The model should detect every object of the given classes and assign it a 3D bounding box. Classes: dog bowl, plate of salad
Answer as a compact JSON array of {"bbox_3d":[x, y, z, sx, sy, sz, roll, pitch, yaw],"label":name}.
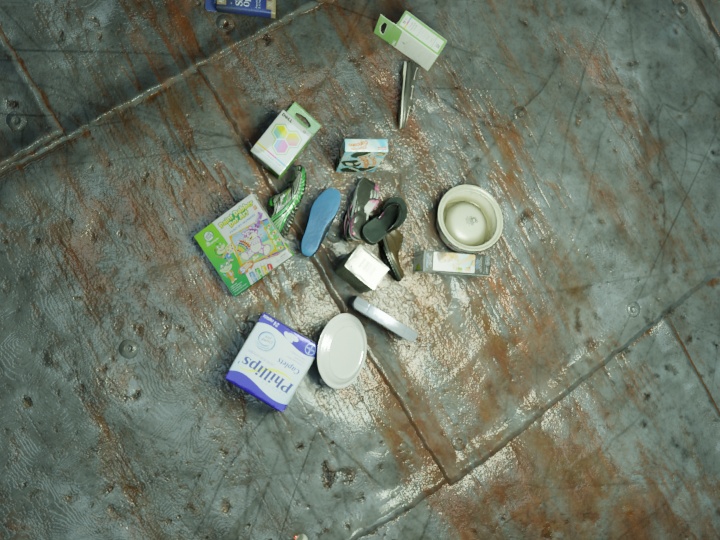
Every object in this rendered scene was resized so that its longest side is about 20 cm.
[{"bbox_3d":[0.305,-0.139,1.645,0.196,0.074,0.204,3,72,-9],"label":"dog bowl"},{"bbox_3d":[-0.054,0.218,1.556,0.198,0.047,0.204,-5,97,-49],"label":"plate of salad"}]

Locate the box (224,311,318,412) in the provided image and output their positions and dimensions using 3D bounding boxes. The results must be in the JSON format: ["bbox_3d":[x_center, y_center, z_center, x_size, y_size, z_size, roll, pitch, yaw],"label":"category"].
[{"bbox_3d":[-0.232,0.242,1.528,0.182,0.105,0.202,31,82,-6],"label":"box"}]

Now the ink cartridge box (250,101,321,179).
[{"bbox_3d":[-0.203,-0.367,1.584,0.103,0.059,0.201,38,82,-6],"label":"ink cartridge box"}]

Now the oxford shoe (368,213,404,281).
[{"bbox_3d":[0.094,-0.070,1.621,0.083,0.073,0.204,-18,91,-15],"label":"oxford shoe"}]

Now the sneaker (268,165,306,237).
[{"bbox_3d":[-0.204,-0.199,1.573,0.084,0.078,0.203,23,83,-7],"label":"sneaker"}]

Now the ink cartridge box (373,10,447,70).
[{"bbox_3d":[0.142,-0.675,1.650,0.198,0.104,0.060,33,81,-6],"label":"ink cartridge box"}]

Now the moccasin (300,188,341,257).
[{"bbox_3d":[-0.118,-0.134,1.591,0.080,0.068,0.202,28,81,1],"label":"moccasin"}]

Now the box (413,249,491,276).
[{"bbox_3d":[0.257,-0.019,1.625,0.196,0.117,0.061,5,88,-11],"label":"box"}]

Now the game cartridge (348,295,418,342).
[{"bbox_3d":[0.060,0.133,1.571,0.198,0.133,0.041,32,81,-6],"label":"game cartridge"}]

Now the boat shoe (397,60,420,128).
[{"bbox_3d":[0.143,-0.510,1.659,0.056,0.067,0.204,5,82,-5],"label":"boat shoe"}]

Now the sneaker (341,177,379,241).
[{"bbox_3d":[-0.013,-0.169,1.607,0.080,0.086,0.203,34,59,-27],"label":"sneaker"}]

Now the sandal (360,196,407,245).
[{"bbox_3d":[0.078,-0.141,1.575,0.075,0.048,0.201,44,53,-3],"label":"sandal"}]

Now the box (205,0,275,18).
[{"bbox_3d":[-0.336,-0.785,1.610,0.196,0.032,0.124,1,87,-9],"label":"box"}]

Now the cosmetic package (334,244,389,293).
[{"bbox_3d":[0.000,0.000,1.535,0.105,0.200,0.071,39,80,-6],"label":"cosmetic package"}]

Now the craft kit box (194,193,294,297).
[{"bbox_3d":[-0.311,-0.067,1.540,0.199,0.049,0.199,-35,89,5],"label":"craft kit box"}]

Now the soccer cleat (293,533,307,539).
[{"bbox_3d":[-0.191,0.796,1.524,0.077,0.069,0.202,35,88,-11],"label":"soccer cleat"}]

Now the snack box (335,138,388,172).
[{"bbox_3d":[-0.001,-0.309,1.553,0.114,0.200,0.038,-2,85,-9],"label":"snack box"}]
